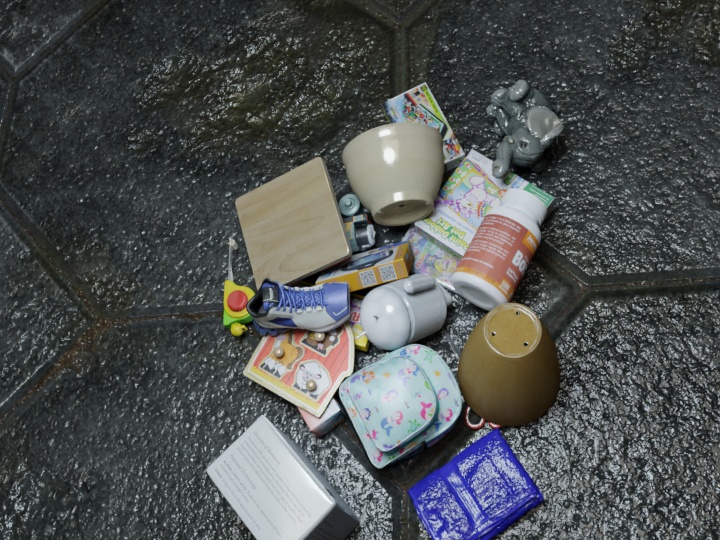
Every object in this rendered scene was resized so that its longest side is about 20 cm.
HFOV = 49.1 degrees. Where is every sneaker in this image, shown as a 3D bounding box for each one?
[{"bbox_3d":[-0.120,0.062,1.402,0.195,0.115,0.082,-11,67,13],"label":"sneaker"}]

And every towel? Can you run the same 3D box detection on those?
[{"bbox_3d":[0.191,0.379,1.329,0.198,0.050,0.149,-34,65,-3],"label":"towel"}]

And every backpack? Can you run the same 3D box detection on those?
[{"bbox_3d":[0.075,0.228,1.372,0.197,0.151,0.180,-25,71,-8],"label":"backpack"}]

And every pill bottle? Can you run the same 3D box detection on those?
[{"bbox_3d":[0.251,-0.039,1.399,0.111,0.112,0.202,25,75,21],"label":"pill bottle"}]

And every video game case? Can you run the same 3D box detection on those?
[{"bbox_3d":[0.177,-0.036,1.533,0.197,0.018,0.145,25,75,22],"label":"video game case"}]

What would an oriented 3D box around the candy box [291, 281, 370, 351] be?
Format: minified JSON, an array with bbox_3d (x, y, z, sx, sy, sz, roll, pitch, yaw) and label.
[{"bbox_3d":[-0.063,0.084,1.524,0.196,0.027,0.104,13,64,18],"label":"candy box"}]

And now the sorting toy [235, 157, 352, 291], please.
[{"bbox_3d":[-0.120,-0.078,1.504,0.197,0.069,0.202,-24,72,18],"label":"sorting toy"}]

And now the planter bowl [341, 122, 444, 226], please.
[{"bbox_3d":[0.071,-0.168,1.489,0.196,0.200,0.138,-12,72,7],"label":"planter bowl"}]

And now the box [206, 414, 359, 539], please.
[{"bbox_3d":[-0.124,0.377,1.317,0.130,0.200,0.200,-42,64,-9],"label":"box"}]

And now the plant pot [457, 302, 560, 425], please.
[{"bbox_3d":[0.252,0.141,1.329,0.182,0.201,0.190,-4,63,7],"label":"plant pot"}]

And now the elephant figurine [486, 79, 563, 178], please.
[{"bbox_3d":[0.324,-0.254,1.535,0.153,0.141,0.203,-22,55,18],"label":"elephant figurine"}]

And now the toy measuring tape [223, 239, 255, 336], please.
[{"bbox_3d":[-0.233,0.033,1.568,0.072,0.074,0.204,-5,66,10],"label":"toy measuring tape"}]

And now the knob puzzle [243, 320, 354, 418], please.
[{"bbox_3d":[-0.097,0.139,1.441,0.215,0.031,0.224,-5,64,10],"label":"knob puzzle"}]

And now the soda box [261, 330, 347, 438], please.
[{"bbox_3d":[-0.105,0.205,1.465,0.068,0.064,0.201,-33,64,-3],"label":"soda box"}]

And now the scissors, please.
[{"bbox_3d":[0.206,0.193,1.430,0.072,0.014,0.203,-15,63,7],"label":"scissors"}]

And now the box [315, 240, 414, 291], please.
[{"bbox_3d":[0.000,0.000,1.495,0.196,0.119,0.042,-13,106,14],"label":"box"}]

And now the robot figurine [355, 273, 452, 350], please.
[{"bbox_3d":[0.078,0.074,1.423,0.198,0.172,0.113,-18,52,-40],"label":"robot figurine"}]

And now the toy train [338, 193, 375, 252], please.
[{"bbox_3d":[-0.062,-0.077,1.570,0.196,0.085,0.116,-10,69,11],"label":"toy train"}]

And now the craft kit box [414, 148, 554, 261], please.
[{"bbox_3d":[0.237,-0.106,1.517,0.198,0.049,0.199,33,80,23],"label":"craft kit box"}]

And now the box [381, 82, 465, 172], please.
[{"bbox_3d":[0.130,-0.287,1.644,0.108,0.035,0.203,-25,64,1],"label":"box"}]
